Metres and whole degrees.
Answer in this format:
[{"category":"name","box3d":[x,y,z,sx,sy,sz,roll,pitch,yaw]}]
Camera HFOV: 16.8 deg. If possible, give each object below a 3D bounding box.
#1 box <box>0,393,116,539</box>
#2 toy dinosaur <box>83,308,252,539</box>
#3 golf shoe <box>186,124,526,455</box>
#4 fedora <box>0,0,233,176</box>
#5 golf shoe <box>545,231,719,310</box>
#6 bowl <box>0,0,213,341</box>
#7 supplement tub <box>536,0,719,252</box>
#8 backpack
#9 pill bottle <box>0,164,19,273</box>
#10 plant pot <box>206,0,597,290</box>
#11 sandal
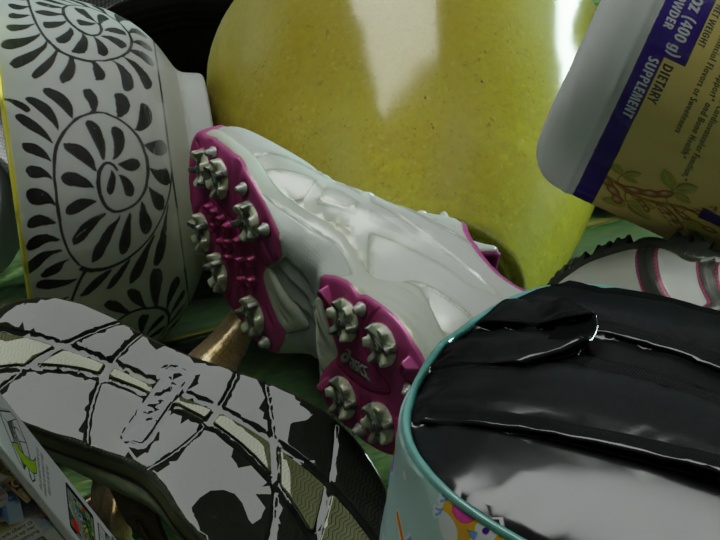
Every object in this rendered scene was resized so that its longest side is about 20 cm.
[{"category":"box","box3d":[-0.170,0.128,0.774,0.199,0.110,0.035,-30,30,8]},{"category":"toy dinosaur","box3d":[-0.085,0.061,1.042,0.101,0.058,0.201,8,54,37]},{"category":"golf shoe","box3d":[0.000,0.000,0.985,0.091,0.076,0.200,-16,41,-28]},{"category":"fedora","box3d":[-0.092,-0.076,1.297,0.198,0.091,0.178,-4,56,6]},{"category":"golf shoe","box3d":[0.132,0.043,0.901,0.199,0.078,0.088,13,41,43]},{"category":"bowl","box3d":[-0.113,-0.042,1.136,0.093,0.202,0.201,-8,22,-6]},{"category":"supplement tub","box3d":[0.183,-0.061,0.948,0.199,0.146,0.146,25,28,4]},{"category":"backpack","box3d":[0.101,0.097,0.757,0.199,0.154,0.176,28,37,16]},{"category":"pill bottle","box3d":[-0.267,-0.035,1.223,0.113,0.115,0.199,7,6,33]},{"category":"plant pot","box3d":[0.023,-0.037,1.120,0.198,0.201,0.143,-6,44,8]},{"category":"sandal","box3d":[-0.069,0.076,0.965,0.200,0.058,0.080,30,57,21]}]
